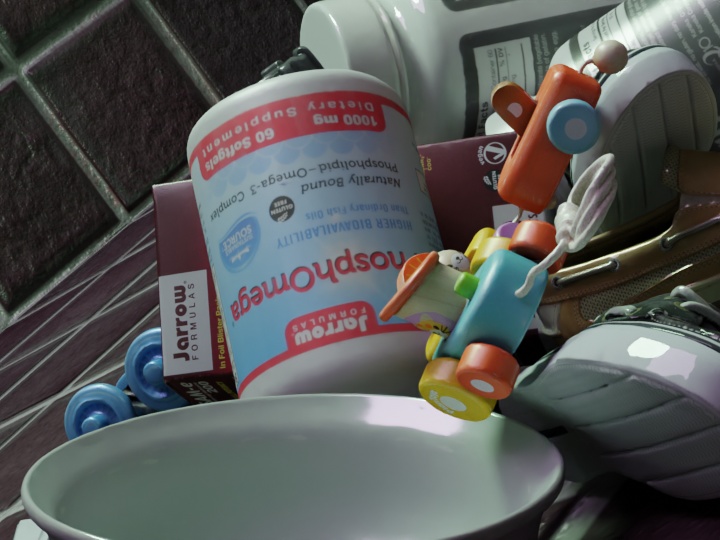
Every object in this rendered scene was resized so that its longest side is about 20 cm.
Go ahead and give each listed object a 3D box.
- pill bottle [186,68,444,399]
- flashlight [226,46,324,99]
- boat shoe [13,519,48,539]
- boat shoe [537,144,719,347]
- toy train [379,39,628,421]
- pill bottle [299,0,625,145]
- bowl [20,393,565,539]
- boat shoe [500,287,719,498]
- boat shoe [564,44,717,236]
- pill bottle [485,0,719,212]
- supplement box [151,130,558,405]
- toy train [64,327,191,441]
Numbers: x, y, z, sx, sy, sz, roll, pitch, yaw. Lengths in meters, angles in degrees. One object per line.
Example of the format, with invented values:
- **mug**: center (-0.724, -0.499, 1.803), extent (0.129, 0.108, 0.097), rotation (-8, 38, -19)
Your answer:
- **pill bottle**: center (-0.010, 0.018, 0.967), extent (0.109, 0.200, 0.109), rotation (-12, -22, -5)
- **flashlight**: center (0.003, -0.024, 1.145), extent (0.068, 0.200, 0.068), rotation (-33, 10, 18)
- **boat shoe**: center (-0.156, 0.183, 1.108), extent (0.067, 0.074, 0.200), rotation (1, 24, -4)
- **boat shoe**: center (0.163, -0.026, 0.957), extent (0.200, 0.076, 0.072), rotation (-34, 9, 15)
- **toy train**: center (0.055, -0.024, 0.855), extent (0.200, 0.056, 0.150), rotation (-71, 7, -74)
- **pill bottle**: center (0.073, -0.129, 1.247), extent (0.200, 0.113, 0.113), rotation (-12, 2, -17)
- **bowl**: center (-0.023, 0.114, 0.786), extent (0.201, 0.090, 0.201), rotation (-3, 13, 1)
- **boat shoe**: center (0.111, 0.037, 0.800), extent (0.071, 0.072, 0.200), rotation (-43, 8, -13)
- **boat shoe**: center (0.123, -0.061, 1.023), extent (0.072, 0.071, 0.200), rotation (-26, -23, -8)
- **pill bottle**: center (0.176, -0.099, 1.156), extent (0.200, 0.116, 0.116), rotation (-34, 9, 18)
- **supplement box**: center (0.000, 0.000, 1.065), extent (0.200, 0.109, 0.061), rotation (-8, -17, 10)
- **toy train**: center (-0.074, 0.076, 1.159), extent (0.200, 0.114, 0.087), rotation (-41, -8, 22)
